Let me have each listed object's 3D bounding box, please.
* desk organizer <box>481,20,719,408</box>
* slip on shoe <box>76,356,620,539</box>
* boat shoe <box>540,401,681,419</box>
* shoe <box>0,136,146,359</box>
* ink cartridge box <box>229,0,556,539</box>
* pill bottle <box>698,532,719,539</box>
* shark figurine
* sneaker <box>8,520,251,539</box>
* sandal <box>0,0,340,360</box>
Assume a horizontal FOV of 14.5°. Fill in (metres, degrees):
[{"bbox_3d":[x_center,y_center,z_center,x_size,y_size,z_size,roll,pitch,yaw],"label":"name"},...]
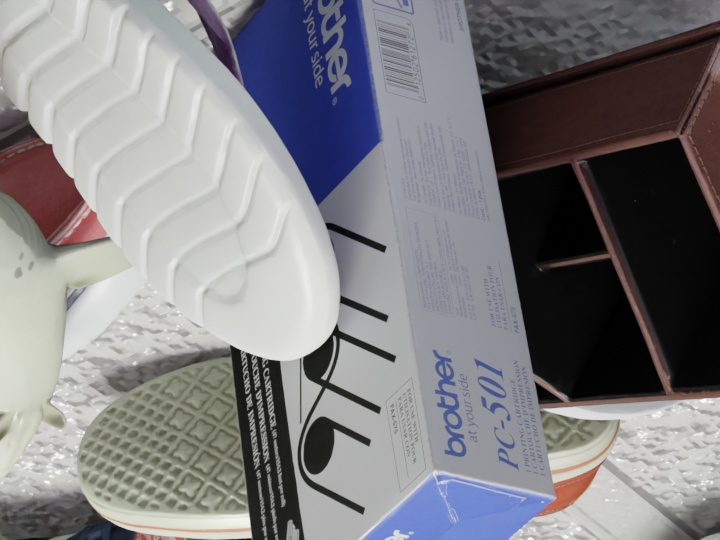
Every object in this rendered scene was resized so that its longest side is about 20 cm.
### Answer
[{"bbox_3d":[0.071,-0.009,0.847,0.072,0.077,0.200,33,164,-18],"label":"desk organizer"},{"bbox_3d":[-0.004,0.070,1.039,0.199,0.074,0.061,-6,145,-1],"label":"slip on shoe"},{"bbox_3d":[0.022,0.009,0.972,0.199,0.071,0.070,11,168,-21],"label":"boat shoe"},{"bbox_3d":[-0.149,-0.004,0.939,0.091,0.072,0.200,26,138,-34],"label":"shoe"},{"bbox_3d":[0.000,0.000,0.840,0.044,0.201,0.094,14,139,-29],"label":"ink cartridge box"},{"bbox_3d":[0.145,0.175,1.130,0.116,0.117,0.200,17,139,-21],"label":"pill bottle"},{"bbox_3d":[-0.134,0.023,0.888,0.128,0.090,0.215,-24,149,-36],"label":"shark figurine"},{"bbox_3d":[-0.089,0.117,1.095,0.199,0.075,0.085,-3,144,-12],"label":"sneaker"},{"bbox_3d":[-0.066,-0.065,0.814,0.203,0.050,0.083,49,143,8],"label":"sandal"}]
